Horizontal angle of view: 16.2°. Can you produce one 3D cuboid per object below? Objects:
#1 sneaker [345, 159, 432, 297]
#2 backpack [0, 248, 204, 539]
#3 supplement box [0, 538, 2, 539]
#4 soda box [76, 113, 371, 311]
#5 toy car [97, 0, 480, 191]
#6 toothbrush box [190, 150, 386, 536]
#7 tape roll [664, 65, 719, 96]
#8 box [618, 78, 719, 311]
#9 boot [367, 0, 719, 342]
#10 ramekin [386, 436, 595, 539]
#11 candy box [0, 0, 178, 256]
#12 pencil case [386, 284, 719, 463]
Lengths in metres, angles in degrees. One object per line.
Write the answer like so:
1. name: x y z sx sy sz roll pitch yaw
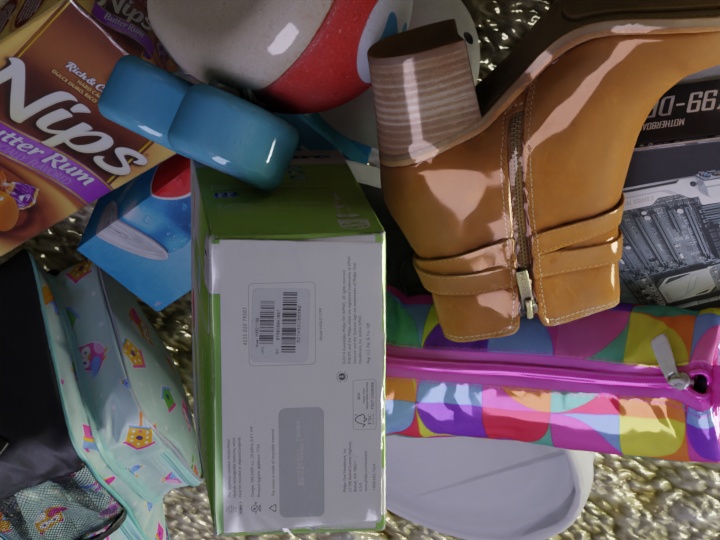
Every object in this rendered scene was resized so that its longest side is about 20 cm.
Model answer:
1. sneaker: 0.000 0.000 1.376 0.199 0.100 0.071 12 165 0
2. backpack: -0.183 0.099 1.593 0.152 0.176 0.200 -19 146 -4
3. supplement box: -0.315 0.169 1.795 0.199 0.067 0.069 4 133 15
4. soda box: -0.076 -0.055 1.474 0.068 0.064 0.200 38 134 -21
5. toy car: 0.005 -0.116 1.286 0.199 0.185 0.177 25 180 -30
6. toothbrush box: -0.039 0.030 1.253 0.085 0.200 0.147 -1 104 -5
7. tape roll: 0.229 -0.115 1.235 0.201 0.037 0.203 6 139 5
8. box: 0.184 -0.006 1.294 0.157 0.050 0.201 -6 133 24
9. boot: 0.109 -0.053 1.200 0.199 0.074 0.156 -11 112 11
10. ramekin: 0.058 0.066 1.509 0.201 0.094 0.203 20 145 15
11. candy box: -0.183 -0.096 1.475 0.200 0.057 0.117 -28 120 37
12. pencil case: 0.098 0.052 1.284 0.199 0.089 0.089 2 136 15
